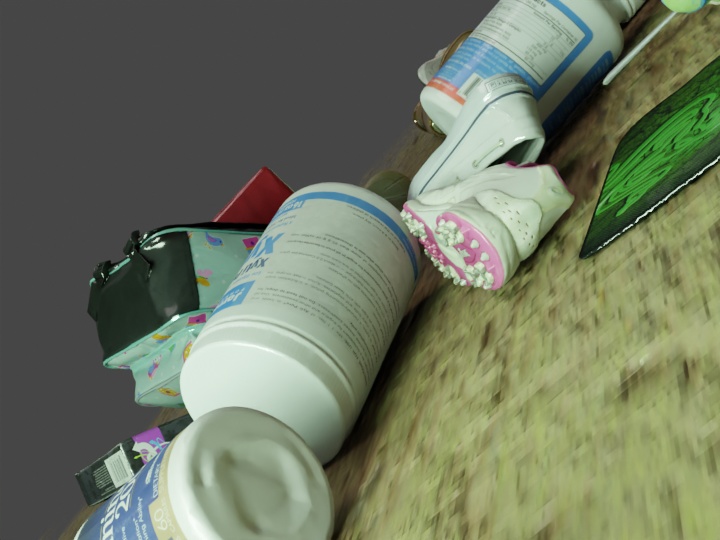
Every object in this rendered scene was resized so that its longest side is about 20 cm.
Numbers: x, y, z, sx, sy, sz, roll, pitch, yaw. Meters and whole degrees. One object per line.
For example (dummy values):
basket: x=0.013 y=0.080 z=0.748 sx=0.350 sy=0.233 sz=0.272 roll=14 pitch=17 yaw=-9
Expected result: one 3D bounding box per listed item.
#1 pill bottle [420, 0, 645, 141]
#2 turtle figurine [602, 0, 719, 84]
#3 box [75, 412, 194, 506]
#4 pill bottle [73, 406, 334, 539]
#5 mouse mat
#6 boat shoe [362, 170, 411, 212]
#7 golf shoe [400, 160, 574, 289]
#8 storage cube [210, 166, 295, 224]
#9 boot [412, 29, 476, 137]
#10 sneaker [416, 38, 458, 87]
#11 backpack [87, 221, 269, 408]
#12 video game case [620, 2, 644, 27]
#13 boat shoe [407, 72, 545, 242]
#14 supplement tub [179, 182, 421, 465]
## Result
pill bottle: x=0.154 y=-0.188 z=0.981 sx=0.200 sy=0.112 sz=0.112 roll=-48 pitch=8 yaw=-3
turtle figurine: x=0.231 y=-0.258 z=0.793 sx=0.194 sy=0.144 sz=0.200 roll=-47 pitch=11 yaw=-13
box: x=-0.122 y=0.132 z=0.942 sx=0.200 sy=0.036 sz=0.143 roll=-22 pitch=-7 yaw=-32
pill bottle: x=-0.115 y=0.178 z=0.716 sx=0.200 sy=0.111 sz=0.111 roll=-43 pitch=10 yaw=36
mouse mat: x=0.207 y=-0.098 z=0.657 sx=0.200 sy=0.008 sz=0.161 roll=-44 pitch=10 yaw=38
boat shoe: x=-0.001 y=-0.001 z=1.125 sx=0.201 sy=0.072 sz=0.066 roll=-61 pitch=-21 yaw=0
golf shoe: x=0.090 y=-0.037 z=0.818 sx=0.091 sy=0.075 sz=0.200 roll=-38 pitch=13 yaw=-6
storage cube: x=-0.111 y=0.015 z=1.246 sx=0.180 sy=0.171 sz=0.200 roll=-49 pitch=7 yaw=-10
boot: x=0.140 y=-0.258 z=1.568 sx=0.175 sy=0.066 sz=0.200 roll=-61 pitch=7 yaw=4
sneaker: x=0.152 y=-0.325 z=1.775 sx=0.092 sy=0.076 sz=0.200 roll=-39 pitch=13 yaw=30
backpack: x=-0.119 y=0.037 z=1.025 sx=0.200 sy=0.154 sz=0.176 roll=-11 pitch=-15 yaw=-39
video game case: x=0.278 y=-0.301 z=1.153 sx=0.200 sy=0.025 sz=0.181 roll=-50 pitch=8 yaw=1
boat shoe: x=0.088 y=-0.066 z=0.905 sx=0.073 sy=0.067 sz=0.200 roll=-9 pitch=-31 yaw=-18
supplement tub: x=-0.039 y=0.037 z=0.867 sx=0.132 sy=0.132 sz=0.200 roll=-42 pitch=14 yaw=40
